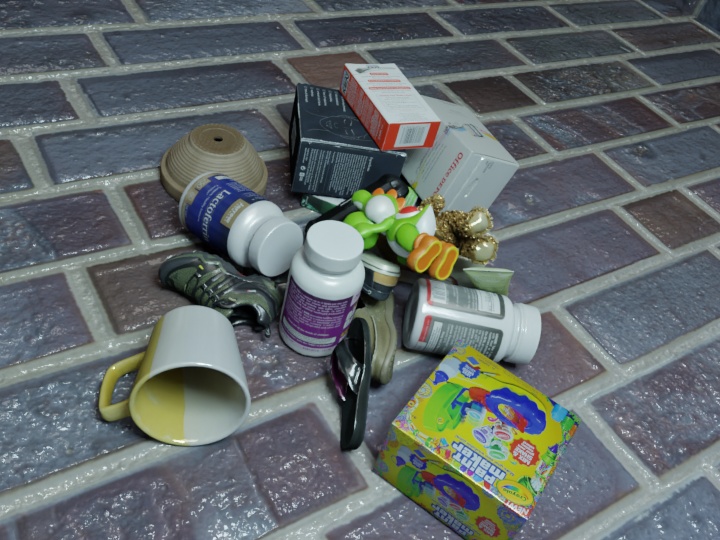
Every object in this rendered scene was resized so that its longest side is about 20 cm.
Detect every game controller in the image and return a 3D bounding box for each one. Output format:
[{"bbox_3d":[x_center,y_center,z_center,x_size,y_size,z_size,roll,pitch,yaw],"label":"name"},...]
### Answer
[{"bbox_3d":[-0.009,-0.105,1.248,0.199,0.042,0.104,-31,19,1],"label":"game controller"}]

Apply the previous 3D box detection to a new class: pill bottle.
[{"bbox_3d":[-0.055,0.027,1.054,0.112,0.201,0.113,9,44,-9],"label":"pill bottle"},{"bbox_3d":[-0.194,-0.075,1.153,0.200,0.116,0.116,30,43,32],"label":"pill bottle"},{"bbox_3d":[0.176,0.086,1.131,0.199,0.114,0.114,12,43,-6],"label":"pill bottle"}]

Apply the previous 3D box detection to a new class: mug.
[{"bbox_3d":[-0.242,0.123,0.943,0.186,0.150,0.153,9,35,-18],"label":"mug"}]

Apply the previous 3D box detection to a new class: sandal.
[{"bbox_3d":[-0.017,0.151,1.005,0.048,0.075,0.201,14,55,-16],"label":"sandal"}]

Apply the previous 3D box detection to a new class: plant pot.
[{"bbox_3d":[-0.268,-0.207,1.311,0.200,0.093,0.201,9,42,-8],"label":"plant pot"}]

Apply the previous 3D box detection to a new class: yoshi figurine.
[{"bbox_3d":[0.042,-0.046,1.066,0.112,0.113,0.200,-26,44,-27],"label":"yoshi figurine"}]

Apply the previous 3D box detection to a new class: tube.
[{"bbox_3d":[0.216,0.019,1.165,0.058,0.200,0.052,-38,73,4],"label":"tube"}]

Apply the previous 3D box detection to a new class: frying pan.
[{"bbox_3d":[-0.111,0.023,1.171,0.190,0.031,0.115,33,46,21],"label":"frying pan"}]

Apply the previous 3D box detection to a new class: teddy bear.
[{"bbox_3d":[0.124,-0.057,1.136,0.145,0.199,0.067,52,41,-26],"label":"teddy bear"}]

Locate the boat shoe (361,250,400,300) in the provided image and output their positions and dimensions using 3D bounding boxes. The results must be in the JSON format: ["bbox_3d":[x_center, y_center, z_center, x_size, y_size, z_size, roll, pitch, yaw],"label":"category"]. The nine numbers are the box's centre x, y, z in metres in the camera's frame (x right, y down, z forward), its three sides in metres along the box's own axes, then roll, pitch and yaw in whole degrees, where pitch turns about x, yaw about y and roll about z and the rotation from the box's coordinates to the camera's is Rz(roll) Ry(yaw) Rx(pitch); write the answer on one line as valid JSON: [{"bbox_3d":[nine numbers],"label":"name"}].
[{"bbox_3d":[0.000,0.000,1.138,0.074,0.063,0.200,10,9,-26],"label":"boat shoe"}]

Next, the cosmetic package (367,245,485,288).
[{"bbox_3d":[0.113,-0.035,1.256,0.199,0.088,0.104,13,41,-3],"label":"cosmetic package"}]

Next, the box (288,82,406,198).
[{"bbox_3d":[-0.031,-0.243,1.350,0.196,0.124,0.201,5,43,-12],"label":"box"}]

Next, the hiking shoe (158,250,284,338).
[{"bbox_3d":[-0.219,0.038,1.082,0.199,0.076,0.101,16,39,-2],"label":"hiking shoe"}]

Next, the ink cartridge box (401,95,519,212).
[{"bbox_3d":[0.181,-0.222,1.409,0.144,0.148,0.200,4,41,-39],"label":"ink cartridge box"}]

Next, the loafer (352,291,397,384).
[{"bbox_3d":[0.019,0.101,1.100,0.067,0.076,0.200,4,31,-3],"label":"loafer"}]

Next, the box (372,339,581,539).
[{"bbox_3d":[0.157,0.238,0.963,0.200,0.122,0.193,32,46,16],"label":"box"}]

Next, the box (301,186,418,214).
[{"bbox_3d":[0.003,-0.140,1.370,0.199,0.036,0.145,21,42,6],"label":"box"}]

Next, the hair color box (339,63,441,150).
[{"bbox_3d":[0.051,-0.306,1.310,0.110,0.064,0.200,-8,49,-25],"label":"hair color box"}]
